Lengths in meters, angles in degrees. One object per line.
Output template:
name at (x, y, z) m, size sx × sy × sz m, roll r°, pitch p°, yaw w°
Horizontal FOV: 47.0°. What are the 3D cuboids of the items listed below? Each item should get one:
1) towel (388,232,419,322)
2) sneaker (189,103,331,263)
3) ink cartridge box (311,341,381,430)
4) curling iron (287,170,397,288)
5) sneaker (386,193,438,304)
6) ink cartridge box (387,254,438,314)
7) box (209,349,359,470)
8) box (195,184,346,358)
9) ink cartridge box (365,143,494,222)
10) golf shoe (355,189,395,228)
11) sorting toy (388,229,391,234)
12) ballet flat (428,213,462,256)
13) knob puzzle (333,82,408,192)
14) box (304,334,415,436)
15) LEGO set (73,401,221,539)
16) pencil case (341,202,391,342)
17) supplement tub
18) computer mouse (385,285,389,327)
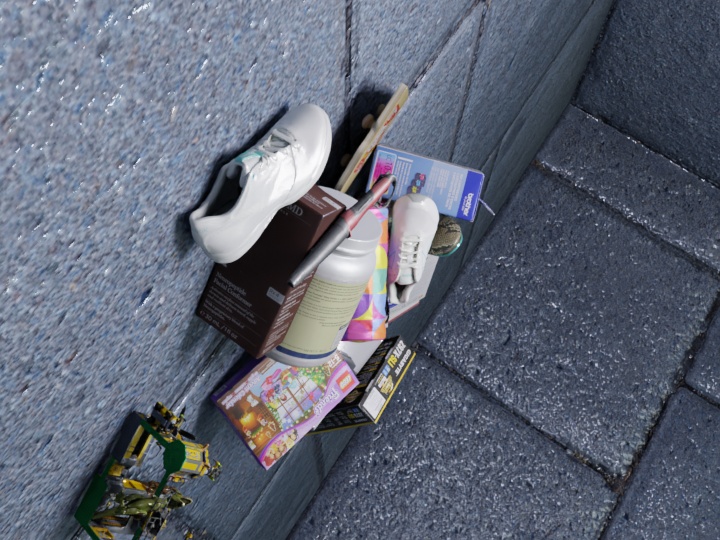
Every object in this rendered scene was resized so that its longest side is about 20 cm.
towel at (0.034, 0.028, 1.493) m, size 0.142 × 0.023 × 0.202 m, roll -30°, pitch 140°, yaw -12°
sneaker at (-0.101, -0.103, 0.854) m, size 0.202 × 0.074 × 0.089 m, roll -55°, pitch 156°, yaw -14°
ink cartridge box at (-0.077, 0.163, 1.399) m, size 0.201 × 0.084 × 0.144 m, roll -50°, pitch -160°, yaw -28°
curling iron at (-0.016, -0.046, 0.948) m, size 0.200 × 0.025 × 0.050 m, roll -49°, pitch 162°, yaw -33°
sneaker at (0.074, -0.028, 1.216) m, size 0.202 × 0.069 × 0.081 m, roll 97°, pitch -1°, yaw -50°
ink cartridge box at (0.080, 0.012, 1.423) m, size 0.093 × 0.037 × 0.201 m, roll -26°, pitch 161°, yaw -17°
box at (-0.112, 0.181, 1.259) m, size 0.199 × 0.138 × 0.039 m, roll -41°, pitch -159°, yaw -20°
box at (-0.106, -0.010, 0.974) m, size 0.203 × 0.099 × 0.075 m, roll -63°, pitch 166°, yaw 20°
ink cartridge box at (0.113, -0.132, 1.260) m, size 0.137 × 0.195 × 0.078 m, roll -62°, pitch 166°, yaw -79°
golf shoe at (0.033, -0.099, 1.358) m, size 0.202 × 0.091 × 0.073 m, roll -55°, pitch 171°, yaw -6°
sorting toy at (0.061, -0.088, 1.554) m, size 0.198 × 0.069 × 0.203 m, roll -38°, pitch 156°, yaw -61°
ballet flat at (0.111, -0.071, 1.317) m, size 0.068 × 0.075 × 0.200 m, roll -43°, pitch -171°, yaw 7°
knob puzzle at (0.000, -0.172, 1.157) m, size 0.222 × 0.030 × 0.220 m, roll -56°, pitch -179°, yaw 2°
box at (-0.016, 0.197, 1.408) m, size 0.198 × 0.049 × 0.161 m, roll -22°, pitch -153°, yaw 46°
LEGO set at (-0.236, 0.267, 0.987) m, size 0.115 × 0.152 × 0.204 m, roll 30°, pitch 80°, yaw -51°
pencil case at (0.000, 0.000, 1.182) m, size 0.088 × 0.086 × 0.205 m, roll -7°, pitch 99°, yaw -75°
supplement tub at (-0.064, 0.008, 1.084) m, size 0.145 × 0.143 × 0.203 m, roll -37°, pitch 156°, yaw -60°
computer mouse at (0.022, 0.019, 1.323) m, size 0.200 × 0.051 × 0.142 m, roll 160°, pitch -78°, yaw -82°
